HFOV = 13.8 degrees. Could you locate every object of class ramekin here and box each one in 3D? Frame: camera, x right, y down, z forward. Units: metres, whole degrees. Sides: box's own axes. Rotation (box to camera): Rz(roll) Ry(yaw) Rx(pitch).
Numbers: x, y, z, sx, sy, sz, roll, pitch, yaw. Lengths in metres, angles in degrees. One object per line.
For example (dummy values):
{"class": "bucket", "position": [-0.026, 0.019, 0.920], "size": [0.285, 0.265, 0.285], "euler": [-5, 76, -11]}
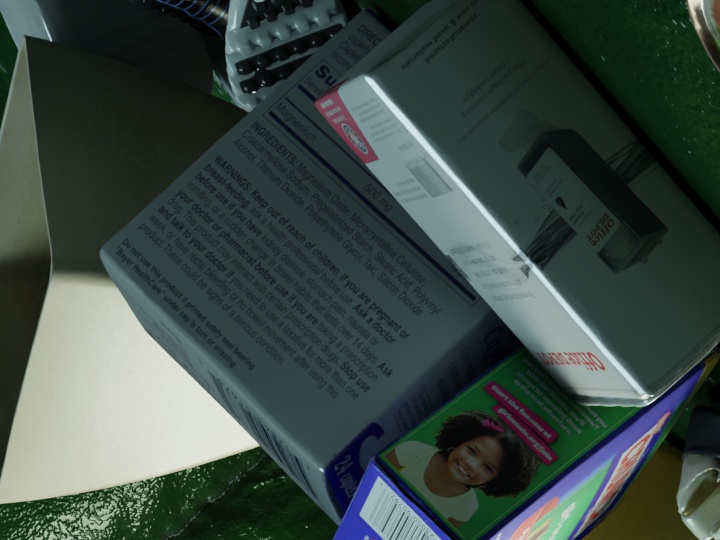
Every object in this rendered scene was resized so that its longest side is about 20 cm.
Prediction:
{"class": "ramekin", "position": [-0.167, -0.165, 1.874], "size": [0.203, 0.094, 0.203], "euler": [61, 169, 21]}

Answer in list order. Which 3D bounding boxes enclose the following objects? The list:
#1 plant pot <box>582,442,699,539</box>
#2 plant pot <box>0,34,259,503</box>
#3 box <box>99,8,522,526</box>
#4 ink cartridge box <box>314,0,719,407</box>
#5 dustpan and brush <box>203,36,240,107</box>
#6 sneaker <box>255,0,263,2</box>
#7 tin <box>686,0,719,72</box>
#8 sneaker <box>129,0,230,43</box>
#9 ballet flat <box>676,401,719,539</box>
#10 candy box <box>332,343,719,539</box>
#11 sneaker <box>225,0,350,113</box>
{"class": "plant pot", "position": [0.201, 0.234, 1.720], "size": [0.200, 0.200, 0.176], "euler": [50, 159, -18]}
{"class": "plant pot", "position": [-0.123, 0.006, 1.765], "size": [0.200, 0.176, 0.201], "euler": [-103, 24, -44]}
{"class": "box", "position": [0.000, 0.000, 1.575], "size": [0.184, 0.200, 0.105], "euler": [43, 169, 25]}
{"class": "ink cartridge box", "position": [0.082, -0.036, 1.412], "size": [0.200, 0.085, 0.146], "euler": [50, 171, -6]}
{"class": "dustpan and brush", "position": [-0.021, -0.085, 1.834], "size": [0.140, 0.057, 0.200], "euler": [55, 175, -28]}
{"class": "sneaker", "position": [-0.065, -0.185, 1.485], "size": [0.071, 0.080, 0.200], "euler": [49, 173, -25]}
{"class": "tin", "position": [0.181, -0.059, 0.991], "size": [0.112, 0.042, 0.200], "euler": [56, 168, -26]}
{"class": "sneaker", "position": [-0.108, -0.176, 1.726], "size": [0.070, 0.078, 0.200], "euler": [39, 167, 43]}
{"class": "ballet flat", "position": [0.200, 0.113, 1.543], "size": [0.073, 0.073, 0.200], "euler": [50, 171, -14]}
{"class": "candy box", "position": [0.075, 0.112, 1.548], "size": [0.077, 0.200, 0.169], "euler": [43, 145, 14]}
{"class": "sneaker", "position": [-0.037, -0.119, 1.681], "size": [0.200, 0.075, 0.081], "euler": [75, 180, -54]}
